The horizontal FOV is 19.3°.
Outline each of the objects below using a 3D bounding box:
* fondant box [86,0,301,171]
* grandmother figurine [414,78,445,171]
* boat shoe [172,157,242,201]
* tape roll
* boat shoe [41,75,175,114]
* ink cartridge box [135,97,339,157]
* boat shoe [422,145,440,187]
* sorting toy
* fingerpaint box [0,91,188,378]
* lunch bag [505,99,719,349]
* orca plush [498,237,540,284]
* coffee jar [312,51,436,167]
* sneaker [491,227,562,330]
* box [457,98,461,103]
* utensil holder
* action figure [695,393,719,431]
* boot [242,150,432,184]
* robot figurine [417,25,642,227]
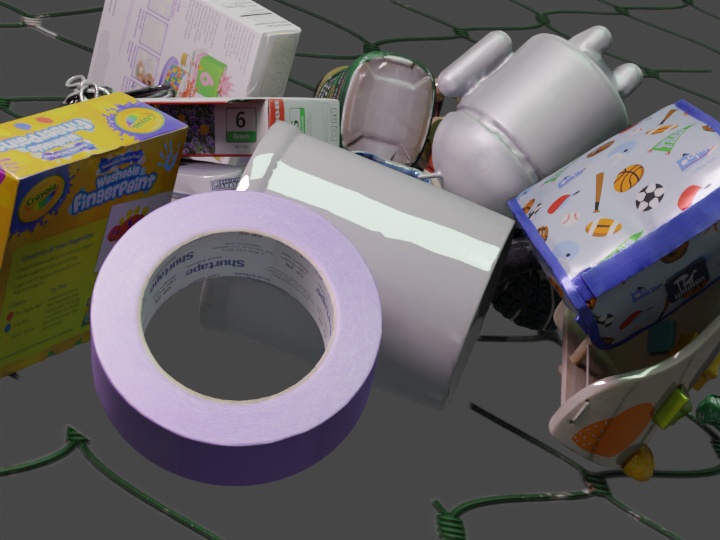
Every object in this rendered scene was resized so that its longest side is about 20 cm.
[{"bbox_3d":[-0.158,-0.195,1.965,0.200,0.145,0.058,33,28,33],"label":"fondant box"},{"bbox_3d":[0.066,-0.119,1.987,0.060,0.122,0.200,11,4,-10],"label":"grandmother figurine"},{"bbox_3d":[-0.167,-0.059,1.766,0.073,0.066,0.200,-10,14,-32],"label":"boat shoe"},{"bbox_3d":[-0.086,0.045,1.466,0.199,0.066,0.201,3,60,-5],"label":"tape roll"},{"bbox_3d":[-0.236,-0.135,1.863,0.199,0.068,0.073,-8,17,-44],"label":"boat shoe"},{"bbox_3d":[-0.107,-0.118,1.754,0.108,0.051,0.200,2,5,25],"label":"ink cartridge box"},{"bbox_3d":[0.149,-0.067,1.814,0.199,0.063,0.071,26,6,15],"label":"boat shoe"},{"bbox_3d":[0.239,0.050,1.621,0.107,0.180,0.200,40,22,-11],"label":"sorting toy"},{"bbox_3d":[-0.225,-0.027,1.535,0.073,0.168,0.200,27,27,23],"label":"fingerpaint box"},{"bbox_3d":[0.212,-0.032,1.572,0.124,0.170,0.200,57,2,-8],"label":"lunch bag"},{"bbox_3d":[0.078,0.007,1.770,0.199,0.071,0.105,-2,13,7],"label":"orca plush"},{"bbox_3d":[0.005,-0.138,1.923,0.085,0.105,0.200,13,-3,-10],"label":"coffee jar"},{"bbox_3d":[0.133,-0.015,1.847,0.086,0.078,0.200,-6,32,-47],"label":"sneaker"},{"bbox_3d":[0.168,-0.097,1.961,0.200,0.021,0.164,41,6,-15],"label":"box"},{"bbox_3d":[0.000,0.000,1.622,0.199,0.171,0.170,21,24,6],"label":"utensil holder"},{"bbox_3d":[0.363,0.118,1.735,0.199,0.055,0.118,1,30,-21],"label":"action figure"},{"bbox_3d":[-0.038,-0.071,1.814,0.199,0.096,0.074,9,47,-15],"label":"boot"},{"bbox_3d":[0.139,-0.113,1.737,0.170,0.200,0.113,49,-13,-3],"label":"robot figurine"}]
